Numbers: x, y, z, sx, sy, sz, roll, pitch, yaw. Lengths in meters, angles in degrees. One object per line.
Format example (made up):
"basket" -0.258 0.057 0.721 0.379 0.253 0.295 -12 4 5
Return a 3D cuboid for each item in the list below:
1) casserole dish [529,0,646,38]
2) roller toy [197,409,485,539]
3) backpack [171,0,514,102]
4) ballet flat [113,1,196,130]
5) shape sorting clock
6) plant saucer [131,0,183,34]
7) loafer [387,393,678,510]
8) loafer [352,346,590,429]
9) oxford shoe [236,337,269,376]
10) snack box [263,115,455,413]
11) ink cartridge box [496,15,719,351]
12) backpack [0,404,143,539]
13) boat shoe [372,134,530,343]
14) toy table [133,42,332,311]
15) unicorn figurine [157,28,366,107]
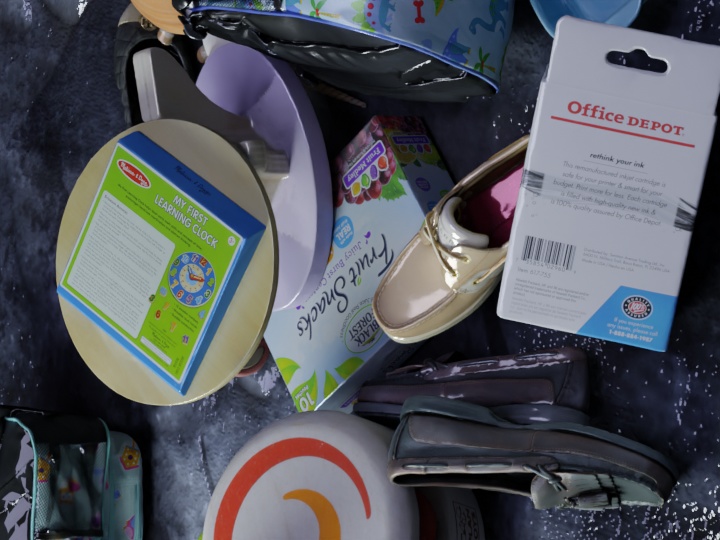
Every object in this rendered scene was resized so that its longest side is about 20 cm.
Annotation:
"casserole dish" 0.149 -0.246 1.589 0.121 0.039 0.201 -39 66 41
"roller toy" -0.007 0.202 1.696 0.200 0.139 0.183 35 97 36
"backpack" 0.008 -0.202 1.639 0.199 0.182 0.148 15 89 42
"ballet flat" -0.160 -0.134 1.889 0.057 0.066 0.201 107 157 -63
"shape sorting clock" -0.136 -0.006 1.656 0.199 0.039 0.202 1 92 37
"plant saucer" -0.120 -0.283 1.828 0.199 0.037 0.202 -18 62 37
"loafer" 0.113 0.138 1.589 0.199 0.072 0.063 12 60 23
"loafer" 0.082 0.084 1.673 0.199 0.072 0.063 0 73 41
"oxford shoe" -0.130 0.006 1.900 0.201 0.070 0.075 64 158 22
"snack box" 0.000 0.000 1.754 0.200 0.053 0.143 -46 62 38
"ink cartridge box" 0.163 -0.061 1.526 0.115 0.068 0.201 12 105 4
"backpack" -0.276 0.218 1.991 0.175 0.153 0.202 2 84 49
"boat shoe" 0.076 -0.029 1.613 0.200 0.069 0.074 -44 66 14
"toy table" -0.105 -0.067 1.727 0.183 0.117 0.201 -27 77 40
"unicorn figurine" -0.097 -0.173 1.832 0.137 0.074 0.201 -42 63 41
